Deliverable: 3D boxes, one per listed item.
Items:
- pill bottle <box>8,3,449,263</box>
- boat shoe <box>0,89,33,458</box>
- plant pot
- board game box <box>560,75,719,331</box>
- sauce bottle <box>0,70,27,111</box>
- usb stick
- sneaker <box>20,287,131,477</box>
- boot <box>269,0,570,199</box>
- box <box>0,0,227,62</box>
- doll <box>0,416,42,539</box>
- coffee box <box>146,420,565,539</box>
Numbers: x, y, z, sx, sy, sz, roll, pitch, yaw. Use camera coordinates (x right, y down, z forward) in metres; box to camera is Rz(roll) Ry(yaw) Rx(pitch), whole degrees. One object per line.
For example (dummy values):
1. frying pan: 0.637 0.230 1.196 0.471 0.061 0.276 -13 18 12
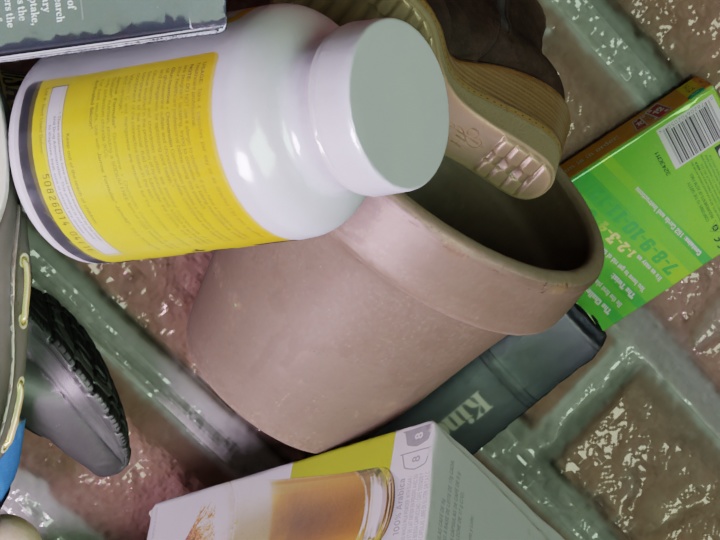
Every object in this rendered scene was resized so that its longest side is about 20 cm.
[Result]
1. pill bottle: -0.062 -0.066 1.411 0.112 0.200 0.112 11 76 -52
2. boat shoe: -0.196 0.001 1.456 0.060 0.072 0.202 16 76 -65
3. plant pot: 0.000 0.000 1.556 0.200 0.200 0.175 27 115 -27
4. board game box: 0.132 -0.017 1.676 0.200 0.030 0.096 -34 117 -8
5. sauce bottle: -0.165 -0.070 1.525 0.200 0.066 0.066 4 108 -24
6. usb stick: 0.049 0.083 1.659 0.200 0.033 0.055 -40 117 10
7. sneaker: -0.200 0.042 1.557 0.091 0.076 0.200 -39 111 7
8. boot: 0.028 -0.134 1.524 0.072 0.166 0.200 -39 118 24
9. box: -0.186 -0.172 1.398 0.196 0.200 0.124 -8 106 -18
10. doll: -0.231 0.090 1.518 0.136 0.048 0.200 -33 112 15
11. coffee box: 0.006 0.233 1.568 0.198 0.200 0.200 -18 136 32
